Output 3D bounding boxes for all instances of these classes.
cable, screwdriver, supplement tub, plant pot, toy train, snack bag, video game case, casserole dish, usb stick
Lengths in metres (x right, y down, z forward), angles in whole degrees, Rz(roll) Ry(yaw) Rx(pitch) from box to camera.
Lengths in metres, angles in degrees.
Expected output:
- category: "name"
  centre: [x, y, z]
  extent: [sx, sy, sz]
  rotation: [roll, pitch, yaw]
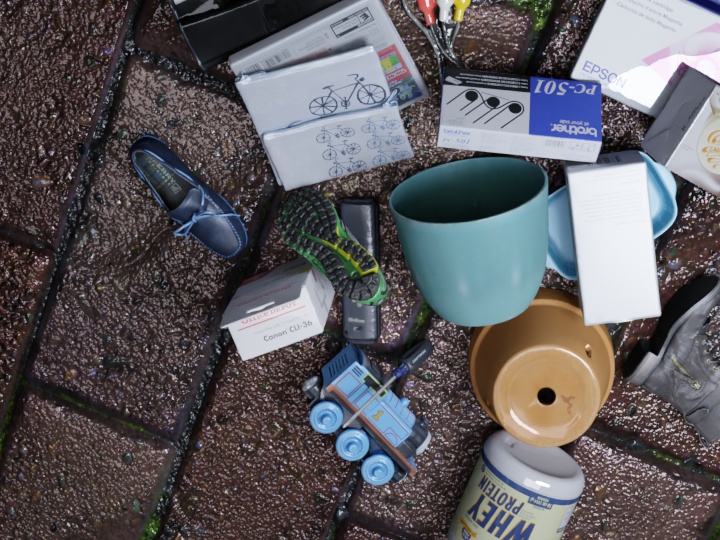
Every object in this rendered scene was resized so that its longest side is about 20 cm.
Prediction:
- category: "cable"
  centre: [0.101, -0.290, 1.554]
  extent: [0.096, 0.050, 0.203]
  rotation: [-5, 105, 3]
- category: "screwdriver"
  centre: [0.035, 0.145, 1.620]
  extent: [0.028, 0.199, 0.029]
  rotation: [10, 120, 36]
- category: "supplement tub"
  centre: [0.202, 0.334, 1.673]
  extent: [0.143, 0.145, 0.202]
  rotation: [21, 106, -1]
- category: "plant pot"
  centre: [0.238, 0.138, 1.618]
  extent: [0.197, 0.140, 0.203]
  rotation: [1, 105, 5]
- category: "toy train"
  centre: [0.012, 0.200, 1.676]
  extent: [0.114, 0.087, 0.200]
  rotation: [-41, 107, 9]
- category: "snack bag"
  centre: [-0.041, -0.190, 1.556]
  extent: [0.186, 0.022, 0.201]
  rotation: [-12, 139, 8]
- category: "video game case"
  centre: [-0.036, -0.241, 1.543]
  extent: [0.198, 0.023, 0.183]
  rotation: [-24, 138, 12]
- category: "plant pot"
  centre: [0.146, -0.029, 1.556]
  extent: [0.198, 0.201, 0.163]
  rotation: [-9, 116, 7]
- category: "casserole dish"
  centre: [0.313, -0.074, 1.604]
  extent: [0.199, 0.039, 0.122]
  rotation: [-32, 101, 12]
- category: "usb stick"
  centre: [0.000, 0.000, 1.654]
  extent: [0.055, 0.033, 0.203]
  rotation: [1, 107, 9]

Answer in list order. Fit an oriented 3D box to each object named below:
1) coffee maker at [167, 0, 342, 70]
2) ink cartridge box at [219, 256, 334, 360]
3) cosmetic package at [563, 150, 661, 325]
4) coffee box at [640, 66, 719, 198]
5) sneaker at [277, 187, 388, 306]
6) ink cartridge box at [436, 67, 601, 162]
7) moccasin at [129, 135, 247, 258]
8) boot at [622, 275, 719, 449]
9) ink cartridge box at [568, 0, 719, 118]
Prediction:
- category: "coffee maker"
  centre: [-0.122, -0.325, 1.521]
  extent: [0.198, 0.135, 0.194]
  rotation: [-20, 104, 11]
- category: "ink cartridge box"
  centre: [-0.105, 0.050, 1.590]
  extent: [0.115, 0.200, 0.068]
  rotation: [-21, 103, 11]
- category: "cosmetic package"
  centre: [0.315, -0.041, 1.558]
  extent: [0.100, 0.074, 0.203]
  rotation: [-6, 107, 7]
- category: "coffee box"
  centre: [0.460, -0.146, 1.519]
  extent: [0.198, 0.080, 0.115]
  rotation: [25, 107, -22]
- category: "sneaker"
  centre: [-0.038, -0.025, 1.602]
  extent: [0.078, 0.085, 0.201]
  rotation: [-38, 63, 1]
- category: "ink cartridge box"
  centre: [0.196, -0.192, 1.527]
  extent: [0.197, 0.095, 0.044]
  rotation: [6, 148, 1]
- category: "moccasin"
  centre: [-0.235, -0.087, 1.631]
  extent: [0.200, 0.068, 0.081]
  rotation: [42, 105, -7]
- category: "boot"
  centre: [0.462, 0.122, 1.638]
  extent: [0.173, 0.069, 0.201]
  rotation: [32, 113, -7]
- category: "ink cartridge box"
  centre: [0.387, -0.292, 1.535]
  extent: [0.194, 0.043, 0.202]
  rotation: [23, 108, -1]
